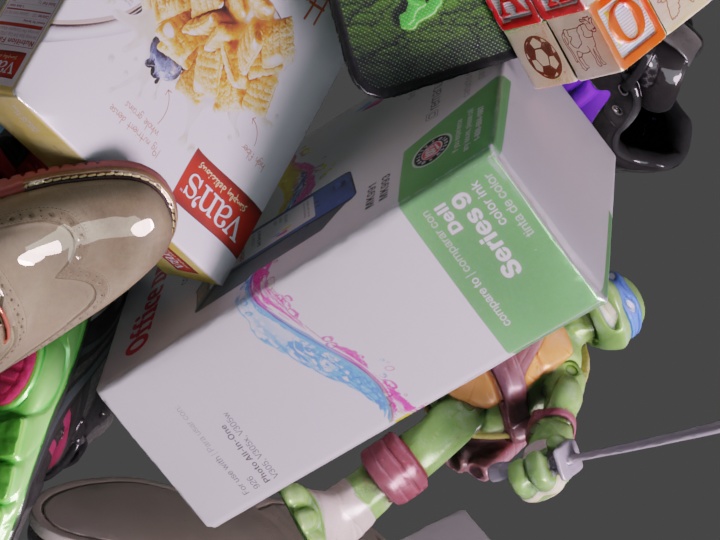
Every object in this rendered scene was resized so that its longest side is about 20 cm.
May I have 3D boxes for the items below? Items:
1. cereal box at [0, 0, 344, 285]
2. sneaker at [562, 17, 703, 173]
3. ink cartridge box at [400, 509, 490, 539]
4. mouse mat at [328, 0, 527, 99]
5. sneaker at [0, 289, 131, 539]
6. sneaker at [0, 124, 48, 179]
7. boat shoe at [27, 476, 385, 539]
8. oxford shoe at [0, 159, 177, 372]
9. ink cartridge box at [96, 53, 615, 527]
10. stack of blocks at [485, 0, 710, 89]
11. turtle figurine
[{"bbox_3d":[-0.059,-0.114,1.164,0.144,0.039,0.200,44,66,-44],"label":"cereal box"},{"bbox_3d":[0.099,-0.115,1.262,0.070,0.099,0.200,-53,142,-24],"label":"sneaker"},{"bbox_3d":[0.078,0.236,1.448,0.083,0.200,0.147,-28,133,-14],"label":"ink cartridge box"},{"bbox_3d":[0.057,-0.168,1.191,0.200,0.008,0.161,-19,96,-31],"label":"mouse mat"},{"bbox_3d":[-0.144,0.074,1.253,0.084,0.077,0.200,38,75,-54],"label":"sneaker"},{"bbox_3d":[-0.180,-0.017,1.177,0.200,0.095,0.079,-37,124,-20],"label":"sneaker"},{"bbox_3d":[-0.075,0.143,1.378,0.200,0.073,0.063,9,114,-40],"label":"boat shoe"},{"bbox_3d":[-0.153,0.027,1.094,0.200,0.075,0.071,-29,124,-4],"label":"oxford shoe"},{"bbox_3d":[0.000,0.000,1.220,0.200,0.145,0.088,-33,109,20],"label":"ink cartridge box"},{"bbox_3d":[0.126,-0.175,1.197,0.200,0.059,0.115,-39,106,-29],"label":"stack of blocks"},{"bbox_3d":[0.040,0.038,1.324,0.194,0.200,0.144,-28,99,-4],"label":"turtle figurine"}]
